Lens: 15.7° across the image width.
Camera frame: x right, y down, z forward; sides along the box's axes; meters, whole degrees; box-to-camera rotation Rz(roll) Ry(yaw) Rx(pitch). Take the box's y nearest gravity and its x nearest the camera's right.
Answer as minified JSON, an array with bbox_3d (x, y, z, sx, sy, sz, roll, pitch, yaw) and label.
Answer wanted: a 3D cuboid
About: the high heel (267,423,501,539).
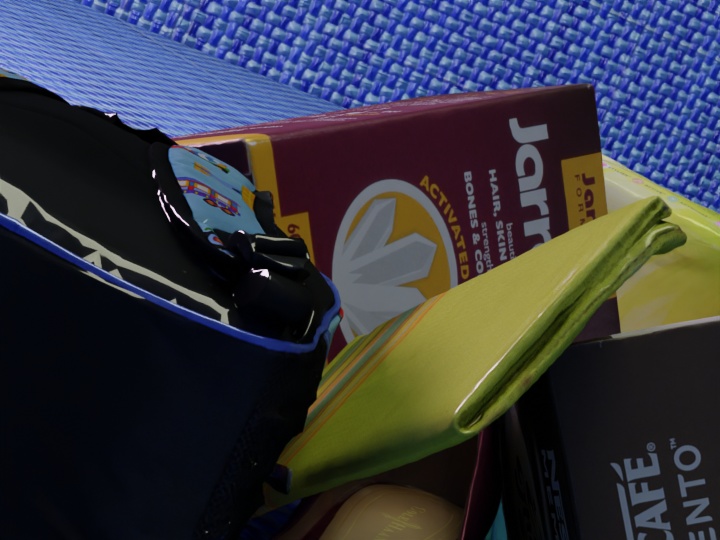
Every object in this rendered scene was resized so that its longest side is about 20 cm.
[{"bbox_3d":[-0.003,0.074,0.726,0.067,0.096,0.200,16,4,7],"label":"high heel"}]

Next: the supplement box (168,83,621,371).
[{"bbox_3d":[0.000,0.000,0.902,0.086,0.110,0.200,-3,7,38],"label":"supplement box"}]

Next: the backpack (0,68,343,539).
[{"bbox_3d":[-0.099,0.016,0.704,0.183,0.135,0.200,24,7,2],"label":"backpack"}]

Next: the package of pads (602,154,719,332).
[{"bbox_3d":[0.134,0.043,1.195,0.200,0.155,0.068,27,5,27],"label":"package of pads"}]

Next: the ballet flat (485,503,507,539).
[{"bbox_3d":[0.024,0.077,0.971,0.070,0.067,0.200,8,2,10],"label":"ballet flat"}]

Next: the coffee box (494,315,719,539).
[{"bbox_3d":[0.089,0.073,0.753,0.080,0.113,0.200,-9,-4,-3],"label":"coffee box"}]

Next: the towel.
[{"bbox_3d":[0.014,0.033,0.709,0.018,0.086,0.200,46,-24,-7],"label":"towel"}]
